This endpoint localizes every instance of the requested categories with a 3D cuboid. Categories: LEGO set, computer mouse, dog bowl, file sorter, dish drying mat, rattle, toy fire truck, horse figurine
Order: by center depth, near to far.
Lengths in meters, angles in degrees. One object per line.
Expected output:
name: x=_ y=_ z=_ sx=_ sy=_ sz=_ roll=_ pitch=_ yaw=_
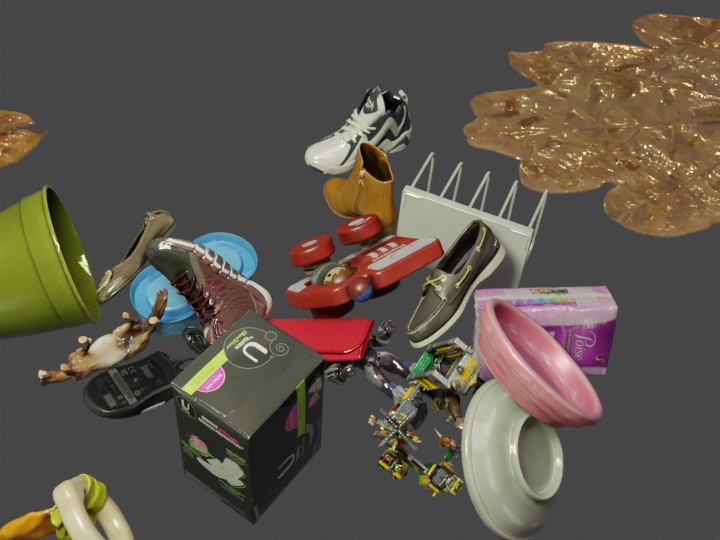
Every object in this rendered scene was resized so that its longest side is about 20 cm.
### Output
rattle: x=-0.319 y=0.351 z=1.176 sx=0.142 sy=0.130 sz=0.201 roll=-32 pitch=84 yaw=-16
LEGO set: x=0.112 y=0.181 z=1.271 sx=0.154 sy=0.116 sz=0.200 roll=47 pitch=71 yaw=-5
horse figurine: x=-0.336 y=0.100 z=1.354 sx=0.199 sy=0.133 sz=0.050 roll=-31 pitch=82 yaw=-23
computer mouse: x=-0.260 y=0.168 z=1.359 sx=0.199 sy=0.046 sz=0.140 roll=-29 pitch=59 yaw=-34
dish drying mat: x=-0.083 y=0.094 z=1.406 sx=0.198 sy=0.018 sz=0.077 roll=-2 pitch=40 yaw=21
toy fire truck: x=0.000 y=0.000 z=1.426 sx=0.199 sy=0.113 sz=0.167 roll=-26 pitch=15 yaw=-24
dog bowl: x=-0.240 y=0.023 z=1.479 sx=0.199 sy=0.050 sz=0.111 roll=-33 pitch=59 yaw=-29
file sorter: x=0.169 y=-0.075 z=1.540 sx=0.198 sy=0.140 sz=0.125 roll=20 pitch=47 yaw=12

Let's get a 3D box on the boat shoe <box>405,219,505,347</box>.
boat shoe: x=0.120 y=0.017 z=1.394 sx=0.202 sy=0.061 sz=0.071 roll=-50 pitch=27 yaw=-22

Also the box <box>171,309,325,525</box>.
box: x=-0.134 y=0.181 z=1.248 sx=0.124 sy=0.201 sz=0.149 roll=30 pitch=53 yaw=21

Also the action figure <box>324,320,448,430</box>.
action figure: x=0.022 y=0.128 z=1.397 sx=0.199 sy=0.070 sz=0.130 roll=30 pitch=58 yaw=24

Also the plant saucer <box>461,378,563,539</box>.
plant saucer: x=0.201 y=0.230 z=1.247 sx=0.050 sy=0.201 sz=0.201 roll=-15 pitch=33 yaw=41

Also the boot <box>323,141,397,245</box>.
boot: x=0.002 y=-0.138 z=1.564 sx=0.070 sy=0.145 sz=0.201 roll=-18 pitch=42 yaw=-22

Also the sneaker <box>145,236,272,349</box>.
sneaker: x=-0.211 y=0.043 z=1.371 sx=0.199 sy=0.075 sz=0.117 roll=30 pitch=52 yaw=-24

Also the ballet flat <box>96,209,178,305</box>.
ballet flat: x=-0.336 y=-0.026 z=1.498 sx=0.046 sy=0.067 sz=0.201 roll=48 pitch=46 yaw=-18

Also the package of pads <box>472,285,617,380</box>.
package of pads: x=0.251 y=0.088 z=1.413 sx=0.197 sy=0.122 sz=0.076 roll=-1 pitch=29 yaw=-6

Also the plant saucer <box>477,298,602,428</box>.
plant saucer: x=0.217 y=0.123 z=1.273 sx=0.200 sy=0.051 sz=0.201 roll=39 pitch=18 yaw=-16

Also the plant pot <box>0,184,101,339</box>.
plant pot: x=-0.484 y=0.010 z=1.394 sx=0.191 sy=0.201 sz=0.202 roll=-20 pitch=52 yaw=-6

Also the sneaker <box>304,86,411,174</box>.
sneaker: x=-0.001 y=-0.243 z=1.677 sx=0.197 sy=0.130 sz=0.080 roll=-15 pitch=50 yaw=-17
